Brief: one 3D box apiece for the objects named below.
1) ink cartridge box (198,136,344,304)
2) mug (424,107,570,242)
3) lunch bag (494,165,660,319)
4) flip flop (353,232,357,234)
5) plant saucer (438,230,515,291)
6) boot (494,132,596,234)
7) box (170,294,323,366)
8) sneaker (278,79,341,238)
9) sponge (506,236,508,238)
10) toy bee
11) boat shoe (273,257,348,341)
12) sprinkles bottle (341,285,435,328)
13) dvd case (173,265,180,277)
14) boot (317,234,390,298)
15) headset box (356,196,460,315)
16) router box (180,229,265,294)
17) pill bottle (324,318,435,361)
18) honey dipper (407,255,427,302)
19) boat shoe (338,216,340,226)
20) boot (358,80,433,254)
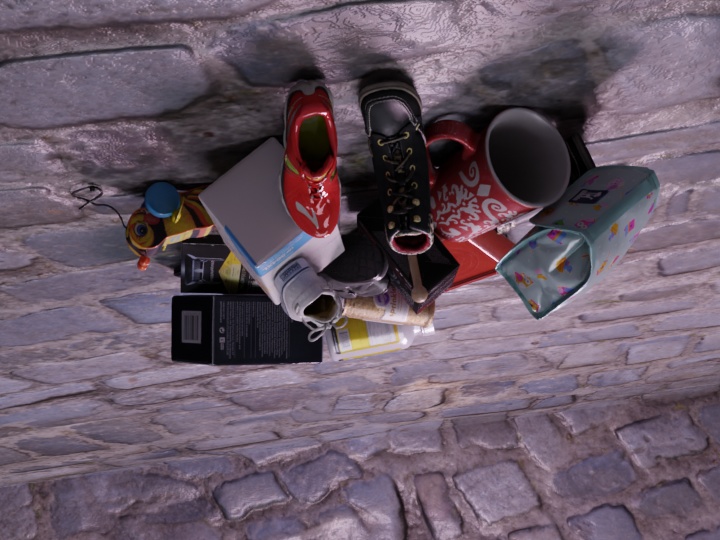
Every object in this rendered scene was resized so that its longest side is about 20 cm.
[{"bbox_3d":[-0.111,-0.056,1.609,0.125,0.129,0.200,-38,163,-8],"label":"ink cartridge box"},{"bbox_3d":[0.160,-0.136,1.648,0.133,0.178,0.200,-42,-175,-30],"label":"mug"},{"bbox_3d":[0.296,-0.048,1.623,0.170,0.122,0.200,-36,171,-31],"label":"lunch bag"},{"bbox_3d":[-0.012,-0.017,1.954,0.198,0.058,0.081,-14,158,31],"label":"flip flop"},{"bbox_3d":[0.141,-0.021,2.013,0.198,0.037,0.199,-20,149,30],"label":"plant saucer"},{"bbox_3d":[0.254,-0.117,1.740,0.152,0.074,0.204,-23,166,0],"label":"boot"},{"bbox_3d":[-0.178,0.092,1.922,0.198,0.109,0.148,1,178,-34],"label":"box"},{"bbox_3d":[-0.059,-0.119,1.431,0.076,0.085,0.202,-8,122,-5],"label":"sneaker"},{"bbox_3d":[0.170,-0.009,2.142,0.197,0.030,0.112,-13,162,9],"label":"sponge"},{"bbox_3d":[-0.271,-0.054,1.630,0.197,0.110,0.131,-10,164,0],"label":"toy bee"},{"bbox_3d":[-0.055,0.049,1.625,0.074,0.086,0.202,-39,164,-7],"label":"boat shoe"},{"bbox_3d":[0.030,0.057,2.148,0.197,0.069,0.068,8,158,-17],"label":"sprinkles bottle"},{"bbox_3d":[-0.179,0.008,1.975,0.148,0.016,0.199,-23,148,35],"label":"dvd case"},{"bbox_3d":[0.000,0.000,1.747,0.131,0.071,0.199,21,169,-40],"label":"boot"},{"bbox_3d":[0.067,-0.025,1.785,0.077,0.149,0.200,-38,173,-7],"label":"headset box"},{"bbox_3d":[-0.189,-0.022,1.817,0.155,0.053,0.200,2,158,-9],"label":"router box"},{"bbox_3d":[0.034,0.096,2.255,0.197,0.113,0.112,-11,163,3],"label":"pill bottle"},{"bbox_3d":[0.062,-0.053,1.659,0.037,0.203,0.038,-8,162,-3],"label":"honey dipper"},{"bbox_3d":[-0.069,-0.062,1.773,0.070,0.073,0.201,8,152,-7],"label":"boat shoe"},{"bbox_3d":[0.049,-0.123,1.480,0.072,0.156,0.204,-9,158,7],"label":"boot"}]
